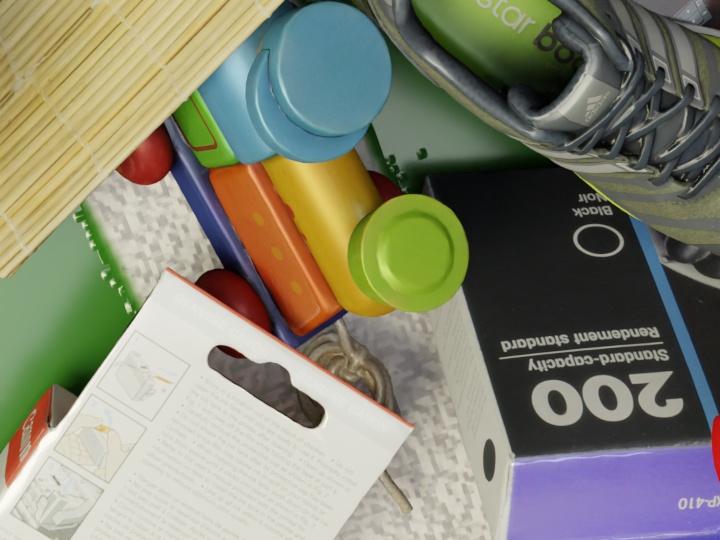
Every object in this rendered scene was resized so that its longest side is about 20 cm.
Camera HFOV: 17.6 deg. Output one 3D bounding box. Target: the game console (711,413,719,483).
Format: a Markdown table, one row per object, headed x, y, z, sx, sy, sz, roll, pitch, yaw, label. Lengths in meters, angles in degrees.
| x | y | z | sx | sy | sz | roll | pitch | yaw | label |
| --- | --- | --- | --- | --- | --- | --- | --- | --- | --- |
| 0.210 | 0.013 | 0.740 | 0.177 | 0.031 | 0.200 | 22 | 76 | -12 | game console |

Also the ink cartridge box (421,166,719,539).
| x | y | z | sx | sy | sz | roll | pitch | yaw | label |
| --- | --- | --- | --- | --- | --- | --- | --- | --- | --- |
| 0.132 | 0.038 | 0.790 | 0.198 | 0.200 | 0.043 | -4 | 135 | -11 | ink cartridge box |

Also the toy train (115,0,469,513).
| x | y | z | sx | sy | sz | roll | pitch | yaw | label |
| --- | --- | --- | --- | --- | --- | --- | --- | --- | --- |
| 0.000 | 0.000 | 0.784 | 0.085 | 0.116 | 0.200 | -34 | 104 | -22 | toy train |

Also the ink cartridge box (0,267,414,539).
| x | y | z | sx | sy | sz | roll | pitch | yaw | label |
| --- | --- | --- | --- | --- | --- | --- | --- | --- | --- |
| -0.082 | 0.100 | 0.815 | 0.109 | 0.050 | 0.200 | 33 | 99 | -14 | ink cartridge box |

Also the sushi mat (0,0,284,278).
| x | y | z | sx | sy | sz | roll | pitch | yaw | label |
| --- | --- | --- | --- | --- | --- | --- | --- | --- | --- |
| -0.080 | -0.091 | 0.746 | 0.200 | 0.012 | 0.096 | -41 | 73 | 29 | sushi mat |

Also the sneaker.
| x | y | z | sx | sy | sz | roll | pitch | yaw | label |
| --- | --- | --- | --- | --- | --- | --- | --- | --- | --- |
| 0.078 | -0.055 | 0.747 | 0.200 | 0.081 | 0.074 | 28 | 109 | -10 | sneaker |

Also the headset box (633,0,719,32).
| x | y | z | sx | sy | sz | roll | pitch | yaw | label |
| --- | --- | --- | --- | --- | --- | --- | --- | --- | --- |
| 0.088 | -0.171 | 0.802 | 0.200 | 0.075 | 0.149 | 43 | 91 | -14 | headset box |
